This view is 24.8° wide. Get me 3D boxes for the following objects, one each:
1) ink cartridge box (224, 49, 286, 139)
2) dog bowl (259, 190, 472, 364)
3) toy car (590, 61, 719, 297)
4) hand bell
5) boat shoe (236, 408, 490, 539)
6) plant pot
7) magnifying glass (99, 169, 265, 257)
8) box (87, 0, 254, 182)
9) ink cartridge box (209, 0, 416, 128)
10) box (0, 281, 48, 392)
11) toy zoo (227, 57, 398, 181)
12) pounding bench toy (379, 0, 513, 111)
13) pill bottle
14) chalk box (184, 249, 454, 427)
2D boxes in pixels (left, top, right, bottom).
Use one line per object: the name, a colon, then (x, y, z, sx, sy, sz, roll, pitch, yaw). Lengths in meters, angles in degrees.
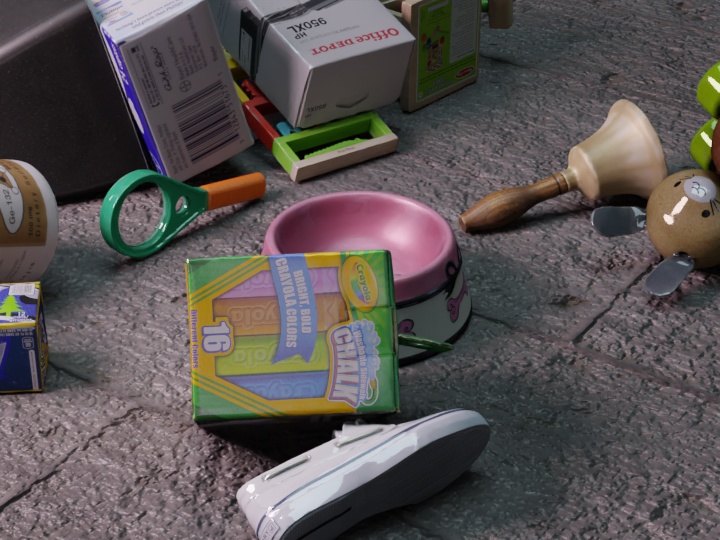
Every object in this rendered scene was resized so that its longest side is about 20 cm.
ink cartridge box: (-0.139, -0.208, 1.808, 0.199, 0.047, 0.197, -26, 40, -35)
dog bowl: (0.000, 0.000, 1.427, 0.197, 0.075, 0.201, 0, 30, 0)
toy car: (0.313, -0.063, 1.482, 0.199, 0.158, 0.165, -29, 57, -14)
hand bell: (0.186, -0.081, 1.578, 0.198, 0.105, 0.104, -23, 36, -14)
boat shoe: (0.002, 0.137, 1.185, 0.198, 0.074, 0.067, -21, 50, -31)
plant pot: (-0.347, -0.175, 1.616, 0.176, 0.201, 0.200, -27, 38, -15)
magnifying glass: (-0.165, -0.064, 1.547, 0.022, 0.081, 0.199, 21, 26, 39)
box: (-0.213, -0.219, 1.637, 0.104, 0.185, 0.200, -29, 44, -14)
ink cartridge box: (-0.058, -0.256, 1.724, 0.144, 0.085, 0.200, -20, 55, -33)
box: (-0.356, 0.058, 1.327, 0.197, 0.071, 0.065, -2, 33, -5)
toy zoo: (-0.067, -0.180, 1.721, 0.130, 0.021, 0.200, -19, 54, -32)
pounding bench toy: (0.062, -0.289, 1.867, 0.155, 0.126, 0.199, 24, 38, 36)
pill bottle: (-0.363, -0.038, 1.386, 0.114, 0.116, 0.199, 23, 15, 33)
chalk box: (-0.030, 0.051, 1.246, 0.197, 0.125, 0.124, -3, -7, -5)
